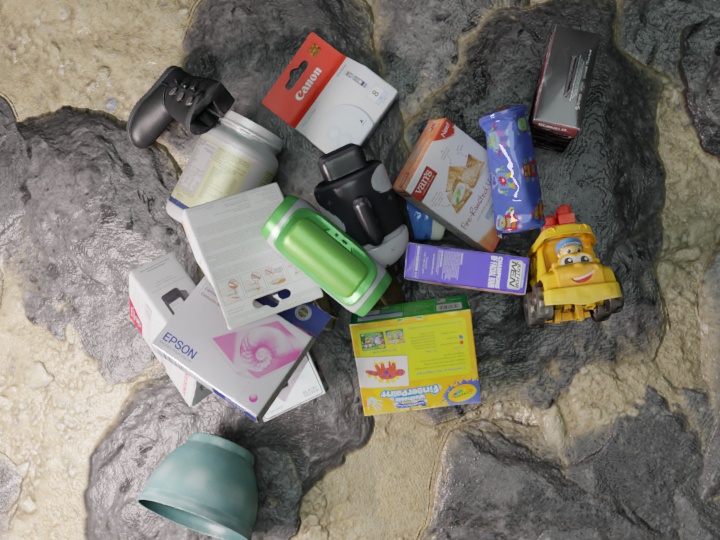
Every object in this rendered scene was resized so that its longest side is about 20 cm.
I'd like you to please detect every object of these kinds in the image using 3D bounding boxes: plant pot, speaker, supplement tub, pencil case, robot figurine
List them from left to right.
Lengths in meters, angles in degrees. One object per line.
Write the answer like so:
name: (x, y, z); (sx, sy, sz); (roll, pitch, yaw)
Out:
plant pot: (-0.253, 0.356, 1.289); (0.198, 0.201, 0.136); (17, 62, 7)
supplement tub: (-0.227, -0.158, 1.313); (0.144, 0.145, 0.202); (27, 91, 6)
speaker: (-0.051, -0.022, 1.151); (0.199, 0.088, 0.089); (39, 92, -3)
robot figurine: (-0.002, -0.096, 1.224); (0.123, 0.150, 0.202); (-13, 108, 34)
pencil case: (0.237, -0.157, 1.214); (0.077, 0.086, 0.203); (-18, 101, -36)

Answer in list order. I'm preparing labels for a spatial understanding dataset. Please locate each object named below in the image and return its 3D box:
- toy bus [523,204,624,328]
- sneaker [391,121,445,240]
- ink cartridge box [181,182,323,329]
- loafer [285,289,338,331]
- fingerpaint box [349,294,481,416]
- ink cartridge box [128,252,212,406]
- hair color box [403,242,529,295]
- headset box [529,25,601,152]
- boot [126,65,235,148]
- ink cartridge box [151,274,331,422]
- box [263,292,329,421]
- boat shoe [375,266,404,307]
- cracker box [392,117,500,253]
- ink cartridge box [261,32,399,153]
toy bus: (0.329, -0.013, 1.227); (0.133, 0.200, 0.195); (-5, 80, 4)
sneaker: (0.086, -0.153, 1.310); (0.109, 0.077, 0.203); (0, 94, -7)
ink cartridge box: (-0.166, -0.022, 1.188); (0.160, 0.050, 0.202); (-19, 79, -22)
loafer: (-0.092, 0.006, 1.243); (0.069, 0.075, 0.201); (-35, 84, 7)
fingerpaint box: (0.092, 0.141, 1.281); (0.197, 0.073, 0.169); (-8, 107, 6)
ink cartridge box: (-0.290, 0.098, 1.252); (0.083, 0.146, 0.201); (-29, 70, -31)
hair color box: (0.174, -0.001, 1.282); (0.197, 0.109, 0.066); (6, 88, 7)
headset box: (0.319, -0.286, 1.231); (0.076, 0.200, 0.151); (13, 88, 6)
boot: (-0.311, -0.261, 1.312); (0.199, 0.065, 0.166); (32, 92, 45)
ink cartridge box: (-0.175, 0.089, 1.157); (0.195, 0.043, 0.201); (31, 68, 10)
box: (-0.142, 0.126, 1.253); (0.115, 0.060, 0.202); (-26, 88, 3)
boat shoe: (0.000, 0.000, 1.329); (0.067, 0.072, 0.201); (-37, 93, 37)
cracker box: (0.166, -0.137, 1.262); (0.199, 0.058, 0.135); (32, 84, -24)
ink cartridge box: (-0.056, -0.302, 1.349); (0.199, 0.047, 0.161); (37, 92, 4)
